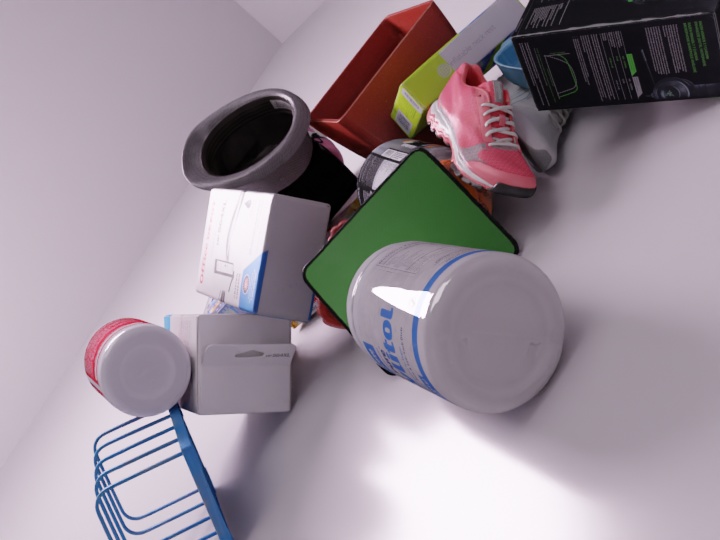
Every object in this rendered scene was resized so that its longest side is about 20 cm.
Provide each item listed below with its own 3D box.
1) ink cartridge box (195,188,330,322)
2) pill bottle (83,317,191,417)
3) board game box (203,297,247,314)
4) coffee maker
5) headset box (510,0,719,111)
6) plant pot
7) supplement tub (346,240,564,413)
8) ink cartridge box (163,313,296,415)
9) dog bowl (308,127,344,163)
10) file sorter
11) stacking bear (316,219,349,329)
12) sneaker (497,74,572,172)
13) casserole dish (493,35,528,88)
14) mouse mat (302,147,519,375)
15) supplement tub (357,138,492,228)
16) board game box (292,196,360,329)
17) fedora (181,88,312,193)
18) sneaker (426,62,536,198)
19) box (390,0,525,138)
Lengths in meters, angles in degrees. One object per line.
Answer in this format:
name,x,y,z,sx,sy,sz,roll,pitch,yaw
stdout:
ink cartridge box,-0.130,-0.024,1.121,0.199,0.084,0.147,11,92,58
pill bottle,-0.296,0.120,1.142,0.113,0.112,0.200,-56,21,-14
board game box,-0.192,0.021,1.555,0.200,0.062,0.201,-42,21,23
coffee maker,-0.096,-0.087,1.326,0.192,0.135,0.201,29,80,47
headset box,0.269,-0.248,0.831,0.199,0.093,0.175,1,51,35
plant pot,0.068,-0.228,1.229,0.200,0.176,0.200,-51,19,-3
supplement tub,0.077,0.043,0.785,0.132,0.132,0.200,-54,18,-9
ink cartridge box,-0.175,0.120,1.164,0.200,0.128,0.126,175,95,-65
dog bowl,-0.106,-0.150,1.502,0.074,0.200,0.201,31,81,29
file sorter,-0.242,0.260,1.050,0.122,0.140,0.200,-23,14,-13
stacking bear,0.000,0.000,1.080,0.200,0.113,0.123,-144,64,-80
sneaker,0.205,-0.186,1.004,0.080,0.071,0.201,-24,33,20
casserole dish,0.237,-0.233,0.963,0.121,0.039,0.199,-38,34,-20
mouse mat,0.048,-0.009,0.937,0.200,0.161,0.008,-46,-14,15
supplement tub,0.075,-0.090,1.045,0.123,0.122,0.200,-51,19,1
board game box,-0.035,-0.023,1.292,0.200,0.046,0.152,-40,21,32
fedora,-0.147,-0.168,1.262,0.199,0.090,0.178,-27,48,10
sneaker,0.131,-0.153,0.931,0.087,0.073,0.201,-67,32,32
box,0.127,-0.256,1.081,0.200,0.048,0.122,-42,-4,-9
